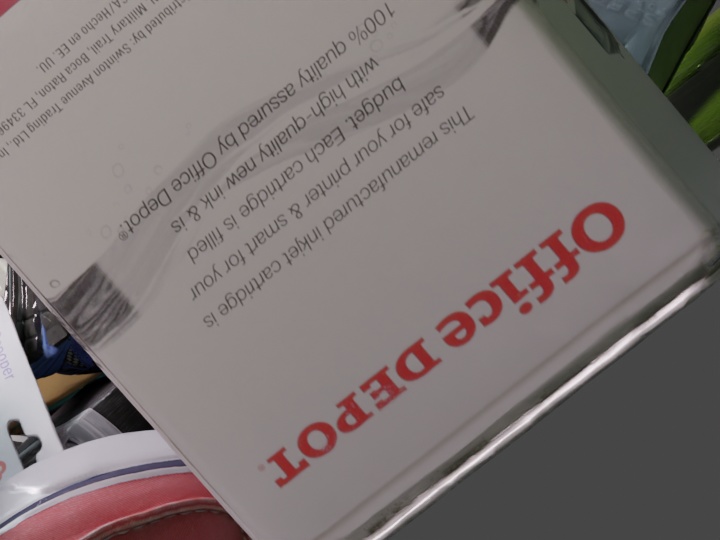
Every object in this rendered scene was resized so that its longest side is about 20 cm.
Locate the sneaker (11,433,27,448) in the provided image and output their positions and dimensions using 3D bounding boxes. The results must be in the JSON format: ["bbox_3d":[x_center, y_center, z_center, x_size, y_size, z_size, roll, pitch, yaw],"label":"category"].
[{"bbox_3d":[-0.151,0.117,1.055,0.200,0.076,0.115,-34,-3,24],"label":"sneaker"}]

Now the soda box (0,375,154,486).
[{"bbox_3d":[-0.122,0.117,0.866,0.200,0.063,0.071,-44,7,-17],"label":"soda box"}]

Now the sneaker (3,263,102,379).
[{"bbox_3d":[-0.070,-0.002,0.951,0.078,0.076,0.200,4,4,2],"label":"sneaker"}]

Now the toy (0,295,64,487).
[{"bbox_3d":[-0.180,0.080,0.821,0.199,0.115,0.047,-27,-35,-1],"label":"toy"}]

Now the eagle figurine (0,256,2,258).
[{"bbox_3d":[-0.163,0.028,1.297,0.151,0.199,0.152,-117,33,-45],"label":"eagle figurine"}]

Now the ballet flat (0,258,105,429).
[{"bbox_3d":[-0.154,0.037,1.060,0.200,0.063,0.069,-34,33,-8],"label":"ballet flat"}]

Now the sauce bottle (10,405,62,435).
[{"bbox_3d":[-0.136,0.071,1.122,0.200,0.065,0.065,-50,8,-6],"label":"sauce bottle"}]

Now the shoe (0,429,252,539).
[{"bbox_3d":[-0.093,0.114,0.744,0.200,0.072,0.091,-28,29,-20],"label":"shoe"}]

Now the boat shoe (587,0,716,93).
[{"bbox_3d":[0.068,-0.056,0.964,0.200,0.073,0.067,-46,-20,-23],"label":"boat shoe"}]

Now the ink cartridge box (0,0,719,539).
[{"bbox_3d":[-0.020,-0.044,0.745,0.146,0.200,0.085,-38,7,15],"label":"ink cartridge box"}]
